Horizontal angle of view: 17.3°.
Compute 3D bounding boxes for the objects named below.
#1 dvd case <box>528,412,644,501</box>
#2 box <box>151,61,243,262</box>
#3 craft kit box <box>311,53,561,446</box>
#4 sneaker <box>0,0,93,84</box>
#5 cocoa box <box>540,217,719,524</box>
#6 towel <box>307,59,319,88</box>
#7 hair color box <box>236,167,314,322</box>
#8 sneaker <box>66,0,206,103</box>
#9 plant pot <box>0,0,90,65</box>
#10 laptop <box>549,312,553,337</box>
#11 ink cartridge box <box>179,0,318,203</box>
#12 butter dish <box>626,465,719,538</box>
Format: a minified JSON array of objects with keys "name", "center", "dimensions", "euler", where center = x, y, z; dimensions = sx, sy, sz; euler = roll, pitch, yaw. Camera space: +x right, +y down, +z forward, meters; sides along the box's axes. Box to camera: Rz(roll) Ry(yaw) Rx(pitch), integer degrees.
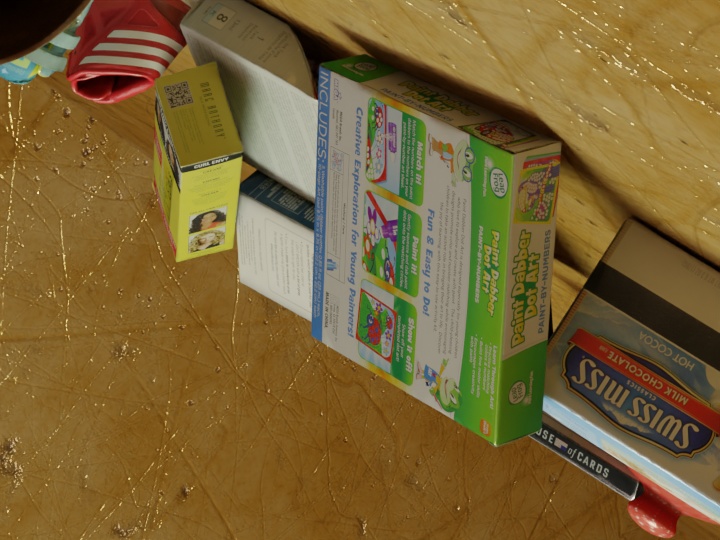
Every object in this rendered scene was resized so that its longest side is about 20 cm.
[{"name":"dvd case","center":[0.230,0.125,2.041],"dimensions":[0.150,0.025,0.200],"euler":[31,-149,28]},{"name":"box","center":[-0.121,-0.076,1.746],"dimensions":[0.200,0.050,0.076],"euler":[105,148,-71]},{"name":"craft kit box","center":[0.044,-0.017,1.527],"dimensions":[0.048,0.201,0.197],"euler":[-14,-151,-33]},{"name":"sneaker","center":[-0.204,-0.191,1.609],"dimensions":[0.079,0.131,0.200],"euler":[28,169,-12]},{"name":"cocoa box","center":[0.225,0.081,1.557],"dimensions":[0.200,0.132,0.133],"euler":[32,176,13]},{"name":"towel","center":[-0.037,-0.112,1.803],"dimensions":[0.200,0.030,0.147],"euler":[29,158,47]},{"name":"hair color box","center":[0.000,0.000,1.778],"dimensions":[0.200,0.060,0.100],"euler":[29,141,27]},{"name":"sneaker","center":[-0.206,-0.197,1.742],"dimensions":[0.200,0.116,0.078],"euler":[29,174,39]},{"name":"plant pot","center":[-0.238,-0.230,1.367],"dimensions":[0.187,0.187,0.200],"euler":[34,-170,-19]},{"name":"laptop","center":[0.082,-0.004,1.879],"dimensions":[0.200,0.104,0.177],"euler":[31,175,22]},{"name":"ink cartridge box","center":[-0.027,-0.103,1.694],"dimensions":[0.200,0.047,0.160],"euler":[29,157,28]},{"name":"butter dish","center":[0.265,0.143,1.878],"dimensions":[0.199,0.148,0.200],"euler":[31,175,15]}]
